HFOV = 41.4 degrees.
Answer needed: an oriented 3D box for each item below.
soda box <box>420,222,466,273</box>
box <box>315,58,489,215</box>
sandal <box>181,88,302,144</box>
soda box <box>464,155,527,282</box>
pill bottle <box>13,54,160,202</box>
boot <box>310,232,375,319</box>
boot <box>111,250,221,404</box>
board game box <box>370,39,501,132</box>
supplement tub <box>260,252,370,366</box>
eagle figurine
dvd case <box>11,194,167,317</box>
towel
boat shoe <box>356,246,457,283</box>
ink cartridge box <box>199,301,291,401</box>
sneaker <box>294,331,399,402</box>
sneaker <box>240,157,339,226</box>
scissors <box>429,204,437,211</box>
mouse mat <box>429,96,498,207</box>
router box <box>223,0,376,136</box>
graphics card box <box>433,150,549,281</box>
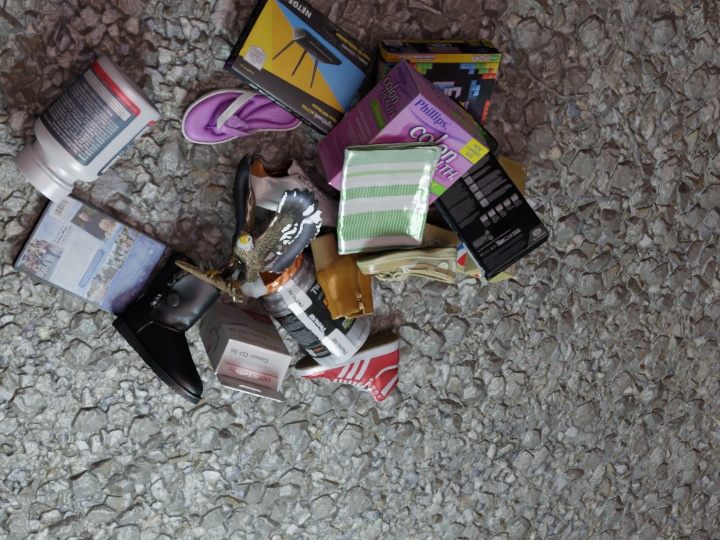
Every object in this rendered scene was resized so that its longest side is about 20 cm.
[{"bbox_3d":[0.145,-0.041,1.673,0.197,0.068,0.065,17,94,-25],"label":"soda box"},{"bbox_3d":[0.065,-0.190,1.481,0.200,0.097,0.175,-42,132,21],"label":"box"},{"bbox_3d":[-0.179,-0.243,1.485,0.200,0.050,0.084,-13,115,-17],"label":"sandal"},{"bbox_3d":[0.232,-0.088,1.633,0.063,0.067,0.203,16,74,-26],"label":"soda box"},{"bbox_3d":[-0.400,-0.201,1.382,0.200,0.120,0.120,-44,119,1],"label":"pill bottle"},{"bbox_3d":[0.000,0.000,1.582,0.200,0.070,0.146,-19,93,-47],"label":"boot"},{"bbox_3d":[-0.277,0.087,1.515,0.200,0.076,0.168,43,87,15],"label":"boot"},{"bbox_3d":[0.115,-0.288,1.552,0.197,0.057,0.167,-5,127,-18],"label":"board game box"},{"bbox_3d":[-0.083,0.056,1.601,0.122,0.123,0.200,-42,119,0],"label":"supplement tub"},{"bbox_3d":[-0.163,-0.053,1.467,0.151,0.150,0.202,35,79,-26],"label":"eagle figurine"},{"bbox_3d":[-0.424,-0.024,1.502,0.198,0.018,0.144,29,99,-28],"label":"dvd case"},{"bbox_3d":[0.040,-0.109,1.466,0.150,0.024,0.202,-5,135,-14],"label":"towel"},{"bbox_3d":[0.081,-0.004,1.561,0.199,0.073,0.064,-6,94,-41],"label":"boat shoe"},{"bbox_3d":[-0.185,0.129,1.548,0.115,0.200,0.068,18,105,-25],"label":"ink cartridge box"},{"bbox_3d":[-0.018,0.189,1.709,0.197,0.071,0.114,-13,112,-17],"label":"sneaker"},{"bbox_3d":[-0.091,-0.130,1.551,0.197,0.073,0.086,15,108,-23],"label":"sneaker"},{"bbox_3d":[0.116,-0.172,1.597,0.072,0.014,0.201,-25,135,5],"label":"scissors"},{"bbox_3d":[0.120,-0.185,1.598,0.200,0.008,0.160,-42,133,16],"label":"mouse mat"},{"bbox_3d":[-0.091,-0.322,1.469,0.199,0.051,0.151,30,86,-29],"label":"router box"},{"bbox_3d":[0.203,-0.101,1.559,0.125,0.051,0.201,-34,74,-3],"label":"graphics card box"}]
